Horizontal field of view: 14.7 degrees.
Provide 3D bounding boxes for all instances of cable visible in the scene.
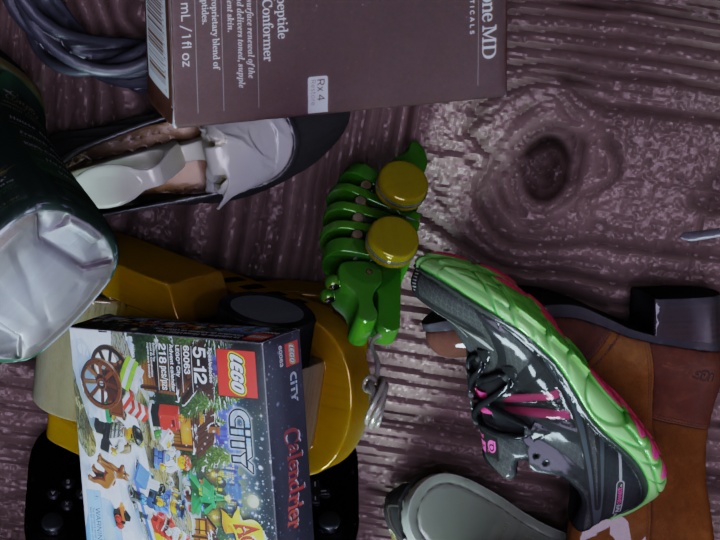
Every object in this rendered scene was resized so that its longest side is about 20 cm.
[{"bbox_3d":[-0.131,-0.197,1.580,0.162,0.051,0.201,-15,113,-7],"label":"cable"}]

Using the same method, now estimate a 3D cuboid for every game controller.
[{"bbox_3d":[-0.100,0.134,1.663,0.198,0.105,0.042,0,149,-1],"label":"game controller"}]

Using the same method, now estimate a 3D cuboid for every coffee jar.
[{"bbox_3d":[-0.210,-0.046,1.546,0.104,0.200,0.085,-45,131,12],"label":"coffee jar"}]

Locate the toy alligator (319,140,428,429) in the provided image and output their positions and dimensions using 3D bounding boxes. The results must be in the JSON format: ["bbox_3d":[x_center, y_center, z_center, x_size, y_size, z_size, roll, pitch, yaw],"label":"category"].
[{"bbox_3d":[0.000,0.000,1.583,0.054,0.201,0.059,15,142,-6],"label":"toy alligator"}]

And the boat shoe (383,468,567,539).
[{"bbox_3d":[0.103,0.189,1.714,0.201,0.061,0.072,37,74,-15],"label":"boat shoe"}]

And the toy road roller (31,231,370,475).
[{"bbox_3d":[-0.082,0.054,1.641,0.199,0.146,0.124,19,111,30],"label":"toy road roller"}]

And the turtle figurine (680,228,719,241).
[{"bbox_3d":[0.258,-0.095,1.548,0.199,0.194,0.145,13,75,-13],"label":"turtle figurine"}]

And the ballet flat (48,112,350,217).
[{"bbox_3d":[-0.100,-0.062,1.611,0.199,0.068,0.068,-16,109,2],"label":"ballet flat"}]

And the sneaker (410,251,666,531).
[{"bbox_3d":[0.093,0.072,1.592,0.084,0.077,0.200,-40,102,5],"label":"sneaker"}]

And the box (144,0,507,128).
[{"bbox_3d":[-0.020,-0.143,1.565,0.199,0.075,0.101,-8,112,-16],"label":"box"}]

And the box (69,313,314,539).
[{"bbox_3d":[-0.092,0.129,1.551,0.136,0.038,0.202,3,103,34],"label":"box"}]

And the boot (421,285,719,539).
[{"bbox_3d":[0.127,0.111,1.676,0.187,0.068,0.202,-1,100,-16],"label":"boot"}]
